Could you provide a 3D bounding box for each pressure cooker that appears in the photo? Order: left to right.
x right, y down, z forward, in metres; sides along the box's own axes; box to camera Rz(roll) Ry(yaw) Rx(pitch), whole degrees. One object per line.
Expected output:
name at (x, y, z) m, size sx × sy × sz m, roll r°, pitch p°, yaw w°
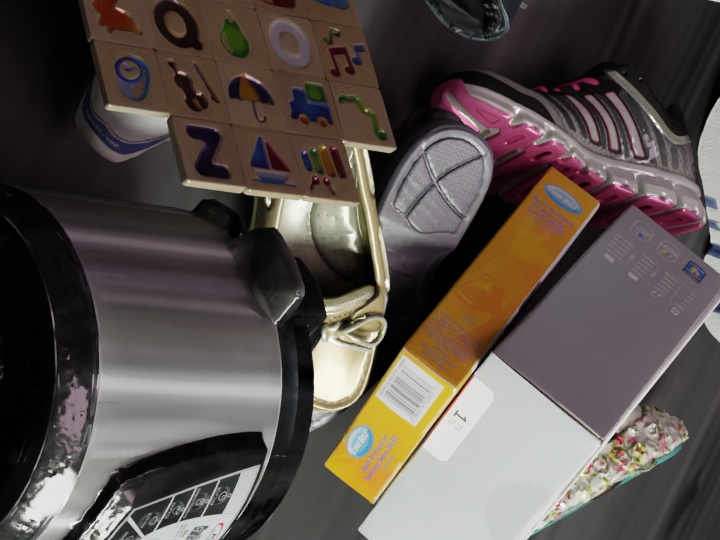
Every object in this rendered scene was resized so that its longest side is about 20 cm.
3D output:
pressure cooker at (-0.117, 0.050, 1.076) m, size 0.200 × 0.175 × 0.180 m, roll 7°, pitch 92°, yaw -49°

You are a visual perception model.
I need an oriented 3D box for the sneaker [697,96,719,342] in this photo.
sneaker at (0.283, -0.052, 1.538) m, size 0.115 × 0.080 × 0.200 m, roll -29°, pitch 133°, yaw -40°

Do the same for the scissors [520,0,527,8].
scissors at (0.041, -0.170, 1.254) m, size 0.200 × 0.014 × 0.073 m, roll 46°, pitch 45°, yaw -49°

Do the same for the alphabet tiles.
alphabet tiles at (-0.063, -0.122, 1.074) m, size 0.166 × 0.006 × 0.201 m, roll 5°, pitch 59°, yaw -41°

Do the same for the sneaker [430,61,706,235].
sneaker at (0.120, -0.085, 1.348) m, size 0.199 × 0.074 × 0.088 m, roll 19°, pitch 61°, yaw -32°

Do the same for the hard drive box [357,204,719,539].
hard drive box at (0.105, 0.075, 1.303) m, size 0.156 × 0.077 × 0.200 m, roll -55°, pitch 172°, yaw 36°

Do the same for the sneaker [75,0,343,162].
sneaker at (-0.072, -0.123, 1.137) m, size 0.075 × 0.088 × 0.200 m, roll 49°, pitch 42°, yaw -1°

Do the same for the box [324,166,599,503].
box at (0.062, 0.027, 1.288) m, size 0.200 × 0.041 × 0.119 m, roll -51°, pitch 176°, yaw -43°

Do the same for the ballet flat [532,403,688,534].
ballet flat at (0.133, 0.111, 1.452) m, size 0.200 × 0.075 × 0.064 m, roll -24°, pitch 105°, yaw -42°

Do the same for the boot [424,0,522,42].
boot at (0.081, -0.238, 1.205) m, size 0.168 × 0.076 × 0.201 m, roll -53°, pitch 147°, yaw -43°

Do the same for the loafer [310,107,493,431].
loafer at (0.000, 0.000, 1.262) m, size 0.072 × 0.063 × 0.200 m, roll 30°, pitch 101°, yaw -25°

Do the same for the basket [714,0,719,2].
basket at (0.241, -0.241, 1.359) m, size 0.200 × 0.135 × 0.124 m, roll -23°, pitch 120°, yaw -39°

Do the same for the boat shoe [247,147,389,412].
boat shoe at (-0.020, -0.010, 1.179) m, size 0.073 × 0.063 × 0.201 m, roll -3°, pitch 116°, yaw -9°
